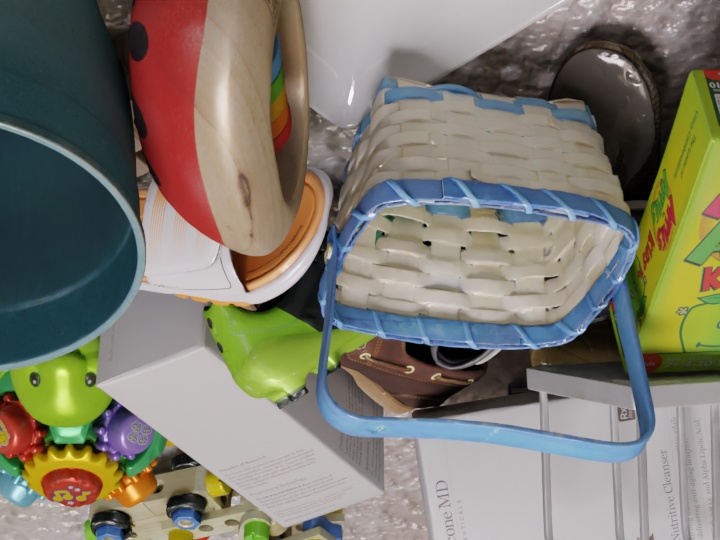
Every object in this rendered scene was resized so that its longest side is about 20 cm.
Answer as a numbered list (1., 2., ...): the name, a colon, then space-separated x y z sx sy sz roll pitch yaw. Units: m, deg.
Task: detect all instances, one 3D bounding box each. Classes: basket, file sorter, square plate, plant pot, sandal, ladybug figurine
1. basket: 0.065 0.005 1.102 0.175 0.201 0.139 9 140 -11
2. file sorter: 0.216 0.116 1.210 0.199 0.126 0.139 -2 -178 -20
3. square plate: 0.002 -0.169 1.056 0.197 0.029 0.200 -28 135 31
4. plant pot: -0.204 -0.083 1.026 0.198 0.189 0.201 -2 143 -2
5. sandal: -0.109 -0.025 1.158 0.206 0.080 0.059 -4 157 37
6. ladybug figurine: -0.070 -0.090 1.026 0.071 0.136 0.201 4 142 8

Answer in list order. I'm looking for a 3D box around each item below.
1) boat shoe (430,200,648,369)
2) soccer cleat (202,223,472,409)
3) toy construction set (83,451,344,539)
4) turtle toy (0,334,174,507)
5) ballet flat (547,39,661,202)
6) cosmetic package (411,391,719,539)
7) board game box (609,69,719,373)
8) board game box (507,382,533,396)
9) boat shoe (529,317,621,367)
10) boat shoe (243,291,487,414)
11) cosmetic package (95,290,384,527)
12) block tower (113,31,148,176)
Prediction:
1. boat shoe: 0.121 0.016 1.216 0.199 0.063 0.073 -18 125 40
2. soccer cleat: 0.000 0.000 1.200 0.199 0.081 0.067 -34 180 -27
3. toy construction set: -0.119 0.189 1.476 0.199 0.093 0.131 -26 138 11
4. turtle toy: -0.183 0.087 1.320 0.145 0.102 0.201 0 143 -3
5. ballet flat: 0.148 -0.062 1.197 0.067 0.047 0.201 9 141 22
6. cosmetic package: 0.136 0.130 1.326 0.198 0.114 0.081 -11 -179 -1
7. board game box: 0.203 -0.022 1.096 0.101 0.048 0.201 -2 143 -9
8. board game box: 0.219 0.139 1.442 0.198 0.062 0.200 -10 142 12
9. boat shoe: 0.200 0.019 1.298 0.199 0.063 0.073 -13 137 3
10. boat shoe: 0.003 0.027 1.280 0.070 0.071 0.200 -19 149 31
11. cosmetic package: -0.069 0.063 1.291 0.084 0.108 0.200 -21 137 26
12. block tower: -0.177 -0.065 1.162 0.199 0.054 0.058 -23 137 26
